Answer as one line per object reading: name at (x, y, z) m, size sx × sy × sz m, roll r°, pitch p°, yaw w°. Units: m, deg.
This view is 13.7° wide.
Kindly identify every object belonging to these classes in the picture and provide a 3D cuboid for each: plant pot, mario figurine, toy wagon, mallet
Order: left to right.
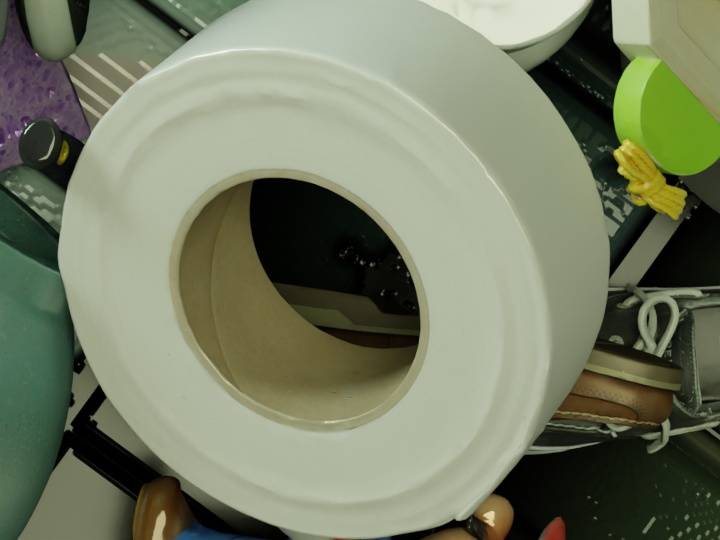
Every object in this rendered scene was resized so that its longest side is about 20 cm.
plant pot at (-0.190, 0.020, 1.173) m, size 0.200 × 0.200 × 0.134 m, roll 37°, pitch 97°, yaw -6°
mallet at (-0.109, -0.027, 1.197) m, size 0.041 × 0.200 × 0.066 m, roll 19°, pitch 94°, yaw 9°
mario figurine at (0.009, 0.117, 1.250) m, size 0.199 × 0.123 × 0.107 m, roll 9°, pitch 104°, yaw 8°
toy wagon at (0.147, -0.109, 1.128) m, size 0.155 × 0.040 × 0.200 m, roll 43°, pitch 74°, yaw -30°

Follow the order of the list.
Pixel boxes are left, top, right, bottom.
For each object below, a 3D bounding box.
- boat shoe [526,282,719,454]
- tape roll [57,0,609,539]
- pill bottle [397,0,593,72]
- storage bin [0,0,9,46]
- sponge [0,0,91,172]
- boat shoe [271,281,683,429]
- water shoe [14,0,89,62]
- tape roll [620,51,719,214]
boat shoe at (0.127, 0.042, 1.286) m, size 0.198 × 0.068 × 0.074 m, roll -2°, pitch 90°, yaw -4°
tape roll at (-0.010, -0.001, 1.124) m, size 0.202 × 0.071 × 0.203 m, roll 10°, pitch 117°, yaw 20°
pill bottle at (0.038, -0.128, 1.208) m, size 0.109 × 0.200 × 0.110 m, roll 0°, pitch 91°, yaw -6°
storage bin at (-0.198, -0.172, 1.141) m, size 0.134 × 0.146 × 0.201 m, roll 3°, pitch 110°, yaw -10°
sponge at (-0.223, -0.070, 1.244) m, size 0.199 × 0.030 × 0.112 m, roll -22°, pitch 117°, yaw -6°
boat shoe at (0.039, 0.052, 1.248) m, size 0.199 × 0.072 × 0.068 m, roll 9°, pitch 88°, yaw 31°
water shoe at (-0.098, -0.182, 1.189) m, size 0.079 × 0.071 × 0.201 m, roll 2°, pitch 94°, yaw -10°
tape roll at (0.220, -0.108, 1.261) m, size 0.202 × 0.139 × 0.204 m, roll 0°, pitch 91°, yaw -6°
